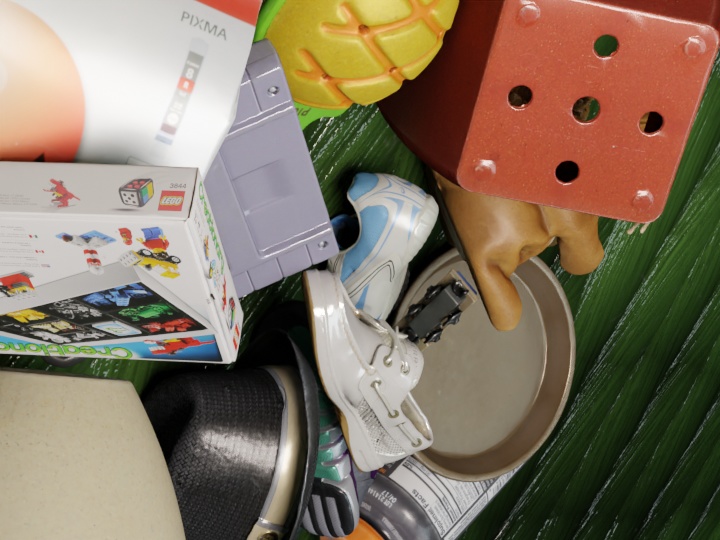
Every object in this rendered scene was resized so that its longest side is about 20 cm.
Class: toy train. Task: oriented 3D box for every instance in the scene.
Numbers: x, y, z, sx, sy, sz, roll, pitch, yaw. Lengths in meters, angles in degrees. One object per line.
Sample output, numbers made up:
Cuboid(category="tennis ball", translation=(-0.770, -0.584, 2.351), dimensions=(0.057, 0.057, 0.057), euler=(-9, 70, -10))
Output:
Cuboid(category="toy train", translation=(0.032, 0.056, 1.408), dimensions=(0.046, 0.034, 0.200), euler=(-35, 173, -42))

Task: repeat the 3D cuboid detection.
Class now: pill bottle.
Cuboid(category="pill bottle", translation=(0.054, 0.183, 1.590), dimensions=(0.200, 0.106, 0.107), euler=(-43, 151, -25))

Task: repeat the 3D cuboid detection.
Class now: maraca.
Cuboid(category="maraca", translation=(-0.014, -0.145, 1.119), dimensions=(0.136, 0.107, 0.200), euler=(-2, 144, -42))

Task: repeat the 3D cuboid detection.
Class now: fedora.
Cuboid(category="fedora", translation=(-0.105, 0.128, 1.244), dimensions=(0.091, 0.201, 0.202), euler=(12, 113, -25))

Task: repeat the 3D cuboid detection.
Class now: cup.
Cuboid(category="cup", translation=(-0.187, 0.129, 1.053), dimensions=(0.200, 0.199, 0.145), euler=(12, 83, -62))

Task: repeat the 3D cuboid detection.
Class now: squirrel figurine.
Cuboid(category="squirrel figurine", translation=(0.143, -0.090, 1.368), dimensions=(0.185, 0.142, 0.201), euler=(-22, 118, -1))

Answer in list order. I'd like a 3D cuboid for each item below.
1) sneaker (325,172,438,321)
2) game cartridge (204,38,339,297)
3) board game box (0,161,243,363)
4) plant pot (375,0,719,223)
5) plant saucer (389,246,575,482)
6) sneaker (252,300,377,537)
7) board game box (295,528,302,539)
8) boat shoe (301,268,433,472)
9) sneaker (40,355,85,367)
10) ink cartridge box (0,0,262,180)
Cuboid(category="sneaker", translation=(0.000, 0.000, 1.355), dimensions=(0.072, 0.072, 0.201), euler=(-57, 173, -41))
Cuboid(category="game cartridge", translation=(-0.089, -0.044, 1.117), dimensions=(0.129, 0.039, 0.200), euler=(-28, 148, -7))
Cuboid(category="board game box", translation=(-0.166, -0.004, 0.917), dimensions=(0.127, 0.198, 0.035), euler=(79, 16, -55))
Cuboid(category="plant pot", translation=(0.130, -0.137, 1.180), dimensions=(0.177, 0.198, 0.201), euler=(-95, -162, -60))
Cuboid(category="plant saucer", translation=(0.095, 0.073, 1.528), dimensions=(0.199, 0.029, 0.202), euler=(-5, 99, -35))
Cuboid(category="sneaker", translation=(-0.029, 0.097, 1.381), dimensions=(0.088, 0.074, 0.201), euler=(-51, 141, -50))
Cuboid(category="board game box", translation=(-0.094, 0.214, 1.454), dimensions=(0.135, 0.028, 0.201), euler=(9, 111, -62))
Cuboid(category="boat shoe", translation=(0.008, 0.062, 1.260), dimensions=(0.069, 0.071, 0.201), euler=(-13, 142, 6))
Cuboid(category="sneaker", translation=(-0.147, -0.032, 0.993), dimensions=(0.078, 0.090, 0.201), euler=(0, 129, -12))
Cuboid(category="ink cartridge box", translation=(-0.125, -0.127, 0.896), dimensions=(0.161, 0.050, 0.201), euler=(21, 107, -20))
